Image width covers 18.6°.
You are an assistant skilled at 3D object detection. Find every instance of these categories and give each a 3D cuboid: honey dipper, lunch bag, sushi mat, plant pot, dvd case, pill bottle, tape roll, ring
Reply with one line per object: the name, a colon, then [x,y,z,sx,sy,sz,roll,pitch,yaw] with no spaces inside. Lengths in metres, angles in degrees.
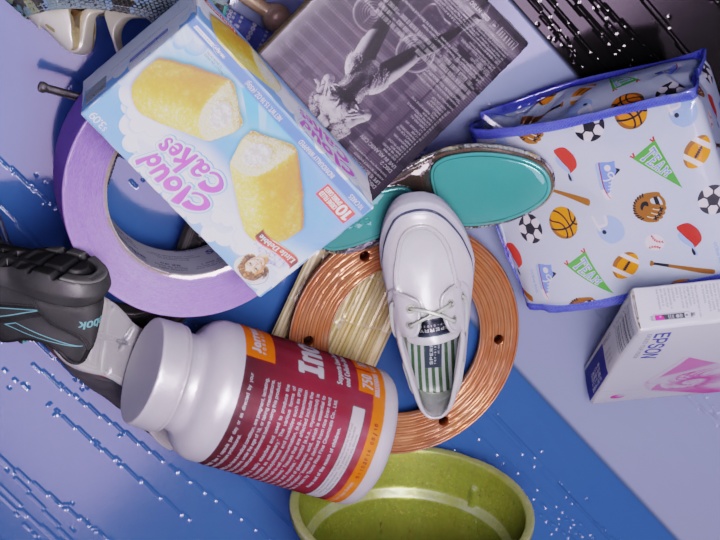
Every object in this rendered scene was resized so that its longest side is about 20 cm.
honey dipper: [-0.137,-0.247,1.706,0.199,0.038,0.038,31,98,-18]
lunch bag: [0.200,-0.067,1.755,0.198,0.124,0.171,-15,108,20]
sushi mat: [0.000,0.000,1.796,0.095,0.012,0.201,21,101,-22]
plant pot: [0.035,0.272,1.800,0.198,0.201,0.186,0,116,-9]
dvd case: [0.008,-0.150,1.652,0.200,0.016,0.149,-45,113,7]
pill bottle: [-0.080,0.105,1.718,0.199,0.113,0.114,18,101,-22]
tape roll: [-0.134,-0.069,1.692,0.198,0.066,0.202,-5,109,-14]
ring: [0.035,0.055,1.807,0.199,0.019,0.202,-5,110,-14]

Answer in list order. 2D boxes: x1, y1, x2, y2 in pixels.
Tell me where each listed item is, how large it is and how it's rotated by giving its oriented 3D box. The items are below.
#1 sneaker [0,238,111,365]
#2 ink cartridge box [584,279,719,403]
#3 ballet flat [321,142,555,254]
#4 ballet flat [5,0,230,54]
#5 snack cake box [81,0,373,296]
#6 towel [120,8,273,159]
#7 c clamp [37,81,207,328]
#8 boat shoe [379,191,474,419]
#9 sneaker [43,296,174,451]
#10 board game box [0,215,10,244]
sneaker: [-0.281,0.013,1.661,0.199,0.075,0.080,18,119,24]
ink cartridge box: [0.295,0.055,1.774,0.198,0.197,0.044,-5,70,-7]
ballet flat: [0.054,-0.065,1.734,0.198,0.072,0.073,-12,106,7]
ballet flat: [-0.193,-0.193,1.656,0.198,0.074,0.075,4,107,24]
snack cake box: [-0.097,-0.092,1.610,0.115,0.067,0.200,-38,114,13]
towel: [-0.097,-0.121,1.754,0.199,0.024,0.146,28,97,-17]
c clamp: [-0.190,-0.044,1.743,0.169,0.027,0.201,10,113,-14]
boat shoe: [0.059,0.031,1.723,0.073,0.067,0.201,-9,131,5]
sneaker: [-0.190,0.074,1.770,0.200,0.082,0.077,47,70,-36]
board game box: [-0.357,-0.059,1.720,0.134,0.034,0.202,-19,107,-3]
